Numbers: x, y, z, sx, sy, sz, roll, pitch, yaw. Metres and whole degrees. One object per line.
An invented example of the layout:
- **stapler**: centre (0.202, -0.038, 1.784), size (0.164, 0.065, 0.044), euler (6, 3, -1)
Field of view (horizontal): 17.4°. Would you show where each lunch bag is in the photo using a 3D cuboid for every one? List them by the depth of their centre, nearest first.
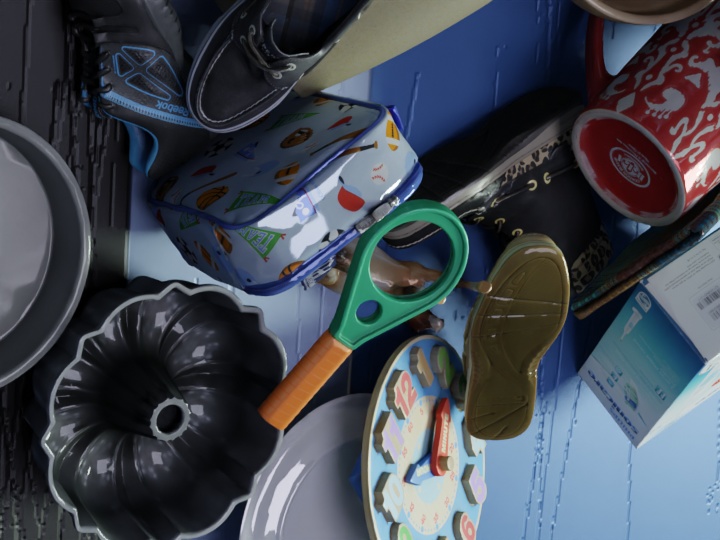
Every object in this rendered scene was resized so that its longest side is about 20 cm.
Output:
- **lunch bag**: centre (-0.049, -0.060, 1.622), size (0.160, 0.200, 0.076), euler (-38, 116, -16)

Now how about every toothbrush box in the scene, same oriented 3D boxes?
- **toothbrush box**: centre (0.274, 0.042, 1.886), size (0.146, 0.086, 0.200), euler (-32, 167, -22)

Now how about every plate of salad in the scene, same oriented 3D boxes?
- **plate of salad**: centre (-0.024, 0.189, 1.822), size (0.199, 0.048, 0.202), euler (-16, 115, -39)

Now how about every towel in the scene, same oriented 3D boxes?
- **towel**: centre (0.252, -0.041, 1.838), size (0.022, 0.146, 0.200), euler (51, 40, -1)

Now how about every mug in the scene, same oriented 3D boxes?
- **mug**: centre (0.246, -0.141, 1.810), size (0.200, 0.177, 0.134), euler (-44, 137, -28)

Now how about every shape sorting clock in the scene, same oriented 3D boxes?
- **shape sorting clock**: centre (0.053, 0.150, 1.821), size (0.199, 0.039, 0.202), euler (12, 76, -58)

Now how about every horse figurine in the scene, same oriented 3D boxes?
- **horse figurine**: centre (0.000, 0.000, 1.741), size (0.199, 0.132, 0.050), euler (19, 82, -27)

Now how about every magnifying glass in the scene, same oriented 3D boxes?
- **magnifying glass**: centre (-0.001, 0.033, 1.673), size (0.079, 0.022, 0.200), euler (34, 101, -30)

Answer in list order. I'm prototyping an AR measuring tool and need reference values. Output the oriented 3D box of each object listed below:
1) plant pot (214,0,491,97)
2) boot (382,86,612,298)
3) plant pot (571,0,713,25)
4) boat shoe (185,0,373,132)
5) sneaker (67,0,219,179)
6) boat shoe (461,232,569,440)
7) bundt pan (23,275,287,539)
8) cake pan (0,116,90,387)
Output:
- **plant pot**: centre (0.003, -0.220, 1.630), size (0.200, 0.187, 0.187), euler (-43, 127, 4)
- **boot**: centre (0.110, -0.034, 1.824), size (0.200, 0.073, 0.151), euler (-36, 124, -25)
- **plant pot**: centre (0.195, -0.286, 1.762), size (0.199, 0.093, 0.203), euler (-4, 99, -25)
- **boat shoe**: centre (-0.045, -0.158, 1.544), size (0.200, 0.066, 0.070), euler (-39, 101, 21)
- **sneaker**: centre (-0.160, -0.147, 1.595), size (0.082, 0.073, 0.200), euler (-43, 125, -12)
- **boat shoe**: centre (0.110, 0.041, 1.799), size (0.073, 0.067, 0.201), euler (2, 133, -13)
- **bundt pan**: centre (-0.152, 0.094, 1.685), size (0.201, 0.076, 0.204), euler (-12, 113, -30)
- **cake pan**: centre (-0.278, -0.012, 1.580), size (0.199, 0.037, 0.202), euler (-10, 111, -28)
